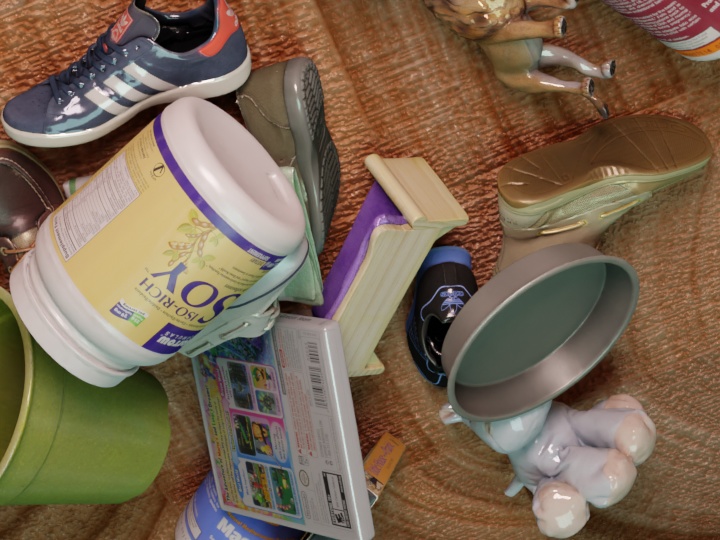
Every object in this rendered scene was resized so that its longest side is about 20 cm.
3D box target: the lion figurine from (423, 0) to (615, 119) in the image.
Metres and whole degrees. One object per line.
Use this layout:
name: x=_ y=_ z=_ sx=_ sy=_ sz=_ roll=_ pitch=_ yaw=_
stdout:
lion figurine: x=0.124 y=-0.184 z=1.394 sx=0.122 sy=0.073 sz=0.200 roll=5 pitch=148 yaw=27

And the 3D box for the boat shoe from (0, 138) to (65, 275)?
boat shoe: x=-0.264 y=-0.022 z=1.428 sx=0.072 sy=0.072 sz=0.201 roll=-26 pitch=135 yaw=-7

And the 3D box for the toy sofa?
toy sofa: x=0.000 y=0.000 z=1.506 sx=0.097 sy=0.083 sz=0.201 roll=-5 pitch=136 yaw=-37

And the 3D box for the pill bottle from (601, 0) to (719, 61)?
pill bottle: x=0.219 y=-0.252 z=1.330 sx=0.199 sy=0.114 sz=0.114 roll=26 pitch=121 yaw=-34

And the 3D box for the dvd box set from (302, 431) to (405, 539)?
dvd box set: x=-0.021 y=0.236 z=1.648 sx=0.029 sy=0.200 sz=0.147 roll=37 pitch=102 yaw=3

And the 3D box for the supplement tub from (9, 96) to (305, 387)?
supplement tub: x=-0.157 y=-0.019 z=1.338 sx=0.200 sy=0.146 sz=0.145 roll=-41 pitch=129 yaw=16

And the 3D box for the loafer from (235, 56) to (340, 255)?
loafer: x=-0.061 y=-0.094 z=1.437 sx=0.069 sy=0.075 sz=0.201 roll=4 pitch=134 yaw=12

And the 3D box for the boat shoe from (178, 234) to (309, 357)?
boat shoe: x=-0.100 y=0.022 z=1.433 sx=0.070 sy=0.071 sz=0.200 roll=34 pitch=135 yaw=-29

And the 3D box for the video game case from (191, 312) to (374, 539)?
video game case: x=-0.073 y=0.131 z=1.525 sx=0.024 sy=0.181 sz=0.201 roll=-25 pitch=112 yaw=-43

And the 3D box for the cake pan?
cake pan: x=0.153 y=0.051 z=1.525 sx=0.199 sy=0.037 sz=0.201 roll=-24 pitch=145 yaw=-18

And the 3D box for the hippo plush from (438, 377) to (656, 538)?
hippo plush: x=0.178 y=0.139 z=1.677 sx=0.159 sy=0.200 sz=0.161 roll=-41 pitch=104 yaw=-2

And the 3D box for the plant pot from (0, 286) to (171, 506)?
plant pot: x=-0.271 y=0.128 z=1.512 sx=0.189 sy=0.201 sz=0.200 roll=18 pitch=126 yaw=-43

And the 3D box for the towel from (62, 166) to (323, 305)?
towel: x=-0.137 y=-0.025 z=1.455 sx=0.199 sy=0.023 sz=0.153 roll=0 pitch=135 yaw=14

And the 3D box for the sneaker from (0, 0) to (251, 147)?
sneaker: x=-0.185 y=-0.162 z=1.333 sx=0.199 sy=0.075 sz=0.085 roll=-21 pitch=136 yaw=-9

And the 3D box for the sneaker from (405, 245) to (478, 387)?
sneaker: x=0.077 y=0.064 z=1.585 sx=0.070 sy=0.078 sz=0.200 roll=-4 pitch=145 yaw=2

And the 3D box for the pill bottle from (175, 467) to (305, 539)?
pill bottle: x=-0.088 y=0.207 z=1.667 sx=0.112 sy=0.112 sz=0.200 roll=16 pitch=126 yaw=-27

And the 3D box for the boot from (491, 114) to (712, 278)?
boot: x=0.209 y=-0.050 z=1.543 sx=0.199 sy=0.073 sz=0.156 roll=-19 pitch=143 yaw=-16
